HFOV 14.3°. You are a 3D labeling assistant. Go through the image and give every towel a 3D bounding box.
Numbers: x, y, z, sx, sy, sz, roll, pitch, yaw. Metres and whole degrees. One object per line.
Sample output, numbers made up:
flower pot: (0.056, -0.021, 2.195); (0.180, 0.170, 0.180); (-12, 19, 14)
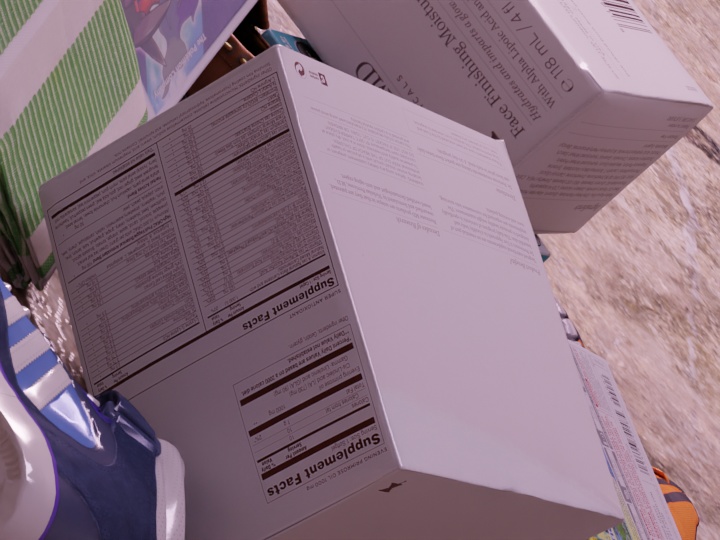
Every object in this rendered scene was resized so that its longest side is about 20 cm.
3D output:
towel: (-0.155, -0.113, 1.301); (0.153, 0.023, 0.201); (-60, 140, -47)

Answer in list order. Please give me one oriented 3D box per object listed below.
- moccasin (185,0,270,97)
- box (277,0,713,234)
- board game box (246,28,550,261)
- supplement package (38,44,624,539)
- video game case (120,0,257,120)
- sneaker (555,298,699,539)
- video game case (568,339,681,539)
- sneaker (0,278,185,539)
moccasin: (-0.082, -0.149, 1.629); (0.074, 0.078, 0.202); (28, 29, -44)
box: (0.080, -0.136, 1.730); (0.199, 0.131, 0.200); (54, 21, 16)
board game box: (0.018, -0.062, 1.726); (0.151, 0.047, 0.200); (56, 21, 21)
supplement package: (-0.013, 0.038, 1.278); (0.191, 0.147, 0.201); (18, 49, -54)
video game case: (-0.106, -0.188, 1.438); (0.200, 0.023, 0.183); (-57, 136, -43)
sneaker: (0.127, 0.104, 1.632); (0.112, 0.077, 0.201); (28, 39, -53)
video game case: (0.119, 0.118, 1.431); (0.182, 0.022, 0.201); (27, 38, -61)
sneaker: (-0.140, 0.057, 1.156); (0.146, 0.080, 0.200); (35, 20, -54)
